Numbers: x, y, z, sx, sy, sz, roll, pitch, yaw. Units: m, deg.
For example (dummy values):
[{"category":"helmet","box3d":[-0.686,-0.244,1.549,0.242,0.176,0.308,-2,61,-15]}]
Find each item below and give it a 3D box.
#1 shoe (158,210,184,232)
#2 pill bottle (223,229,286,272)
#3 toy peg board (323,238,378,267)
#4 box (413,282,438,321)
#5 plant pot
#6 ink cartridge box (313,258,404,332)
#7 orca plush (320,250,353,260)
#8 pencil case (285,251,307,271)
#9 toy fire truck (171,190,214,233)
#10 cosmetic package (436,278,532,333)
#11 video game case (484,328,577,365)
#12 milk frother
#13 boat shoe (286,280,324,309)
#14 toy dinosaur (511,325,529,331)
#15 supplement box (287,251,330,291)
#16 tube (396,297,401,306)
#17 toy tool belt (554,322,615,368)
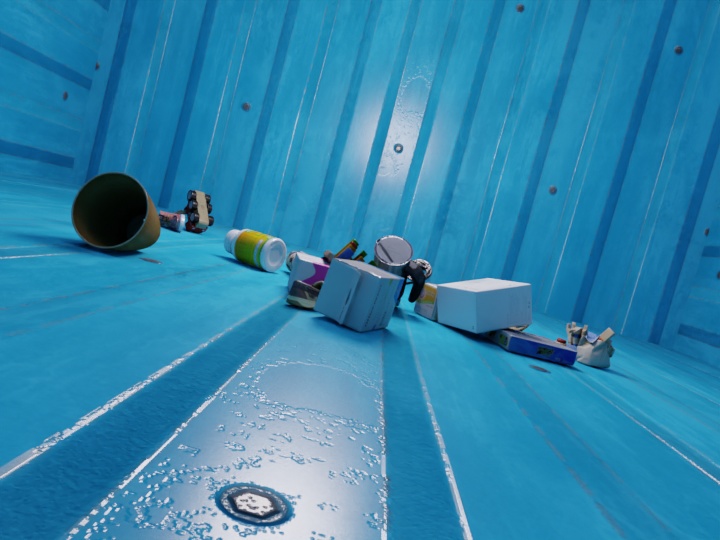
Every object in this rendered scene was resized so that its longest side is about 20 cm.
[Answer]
[{"category":"shoe","box3d":[-0.782,-0.203,2.376,0.090,0.072,0.200,12,0,-27]},{"category":"pill bottle","box3d":[-0.349,-0.072,1.887,0.199,0.112,0.111,18,5,32]},{"category":"toy peg board","box3d":[0.000,0.000,1.598,0.200,0.098,0.199,49,-3,-6]},{"category":"box","box3d":[0.286,0.111,1.838,0.199,0.102,0.112,13,5,-30]},{"category":"plant pot","box3d":[-0.582,-0.124,1.450,0.185,0.188,0.200,16,-10,6]},{"category":"ink cartridge box","box3d":[-0.004,0.053,1.306,0.125,0.129,0.200,23,6,21]},{"category":"orca plush","box3d":[-0.104,-0.021,1.774,0.105,0.072,0.199,25,-35,-36]},{"category":"pencil case","box3d":[-0.196,-0.014,1.932,0.077,0.090,0.200,-16,13,-15]},{"category":"toy fire truck","box3d":[-0.759,-0.237,2.551,0.128,0.177,0.200,11,-36,-43]},{"category":"cosmetic package","box3d":[0.359,0.097,1.691,0.199,0.124,0.199,-7,7,-25]},{"category":"video game case","box3d":[0.478,0.208,1.640,0.199,0.046,0.181,15,4,-8]},{"category":"milk frother","box3d":[0.132,-0.021,1.774,0.179,0.201,0.189,20,-38,8]},{"category":"boat shoe","box3d":[-0.095,0.059,1.386,0.071,0.066,0.200,18,5,36]},{"category":"toy dinosaur","box3d":[0.466,0.188,1.779,0.101,0.059,0.199,8,-12,-36]},{"category":"supplement box","box3d":[-0.134,0.018,1.557,0.101,0.104,0.200,15,3,-10]},{"category":"tube","box3d":[0.029,0.073,1.841,0.199,0.051,0.077,10,6,-9]},{"category":"toy tool belt","box3d":[0.687,0.215,1.781,0.124,0.124,0.200,13,4,-30]}]
